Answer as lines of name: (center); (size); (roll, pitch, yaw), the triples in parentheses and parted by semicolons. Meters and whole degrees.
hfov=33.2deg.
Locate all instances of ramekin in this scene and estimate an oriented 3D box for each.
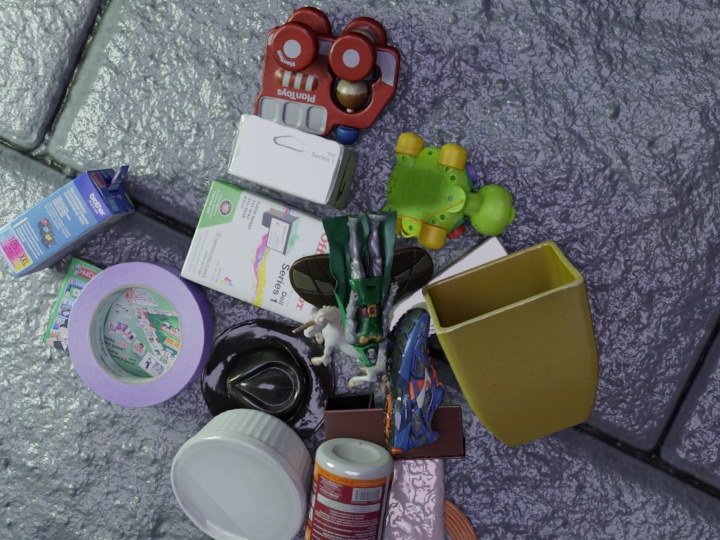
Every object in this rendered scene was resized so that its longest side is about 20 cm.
ramekin: (-0.157, 0.285, 1.683); (0.199, 0.095, 0.205); (10, 123, 15)

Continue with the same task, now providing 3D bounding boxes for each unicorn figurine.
unicorn figurine: (-0.019, 0.101, 1.666); (0.197, 0.137, 0.075); (15, 59, -17)

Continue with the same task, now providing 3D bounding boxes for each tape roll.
tape roll: (-0.311, 0.089, 1.712); (0.196, 0.066, 0.204); (0, 91, 6)

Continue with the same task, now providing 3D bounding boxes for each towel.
towel: (0.027, 0.358, 1.714); (0.187, 0.032, 0.204); (-1, 92, 5)

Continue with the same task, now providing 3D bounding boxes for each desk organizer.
desk organizer: (0.048, 0.218, 1.698); (0.196, 0.072, 0.078); (-3, 104, 5)

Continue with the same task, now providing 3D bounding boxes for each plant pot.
plant pot: (0.207, 0.106, 1.572); (0.191, 0.196, 0.203); (-19, 107, 2)

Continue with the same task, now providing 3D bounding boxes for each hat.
hat: (-0.137, 0.165, 1.717); (0.197, 0.081, 0.204); (0, 93, 6)

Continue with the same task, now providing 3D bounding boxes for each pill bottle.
pill bottle: (-0.019, 0.341, 1.640); (0.108, 0.110, 0.203); (9, 104, 5)

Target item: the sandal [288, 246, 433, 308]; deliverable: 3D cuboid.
sandal: (0.000, 0.000, 1.651); (0.197, 0.055, 0.083); (-12, 113, -6)

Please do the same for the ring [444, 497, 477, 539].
ring: (0.074, 0.413, 1.736); (0.197, 0.019, 0.204); (0, 92, 5)

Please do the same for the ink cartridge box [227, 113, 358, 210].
ink cartridge box: (-0.089, -0.144, 1.644); (0.144, 0.200, 0.086); (18, 93, 5)

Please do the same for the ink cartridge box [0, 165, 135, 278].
ink cartridge box: (-0.404, -0.077, 1.708); (0.198, 0.136, 0.077); (-30, 94, 5)

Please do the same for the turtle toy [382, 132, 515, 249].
turtle toy: (0.118, -0.099, 1.663); (0.198, 0.100, 0.148); (19, 95, 36)

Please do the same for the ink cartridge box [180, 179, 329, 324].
ink cartridge box: (-0.133, -0.026, 1.710); (0.197, 0.084, 0.147); (20, 93, 4)

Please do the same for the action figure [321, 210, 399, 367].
action figure: (0.008, 0.028, 1.590); (0.116, 0.054, 0.204); (-8, 101, -28)

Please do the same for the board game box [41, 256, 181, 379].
board game box: (-0.349, 0.079, 1.762); (0.197, 0.029, 0.136); (22, 93, 4)

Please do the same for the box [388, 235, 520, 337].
box: (0.125, 0.031, 1.690); (0.199, 0.082, 0.069); (-36, 90, 7)

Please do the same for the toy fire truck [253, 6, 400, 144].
toy fire truck: (-0.046, -0.267, 1.695); (0.197, 0.112, 0.170); (12, 116, 6)

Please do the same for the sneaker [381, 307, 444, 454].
sneaker: (0.075, 0.146, 1.620); (0.077, 0.075, 0.203); (1, 107, -16)
